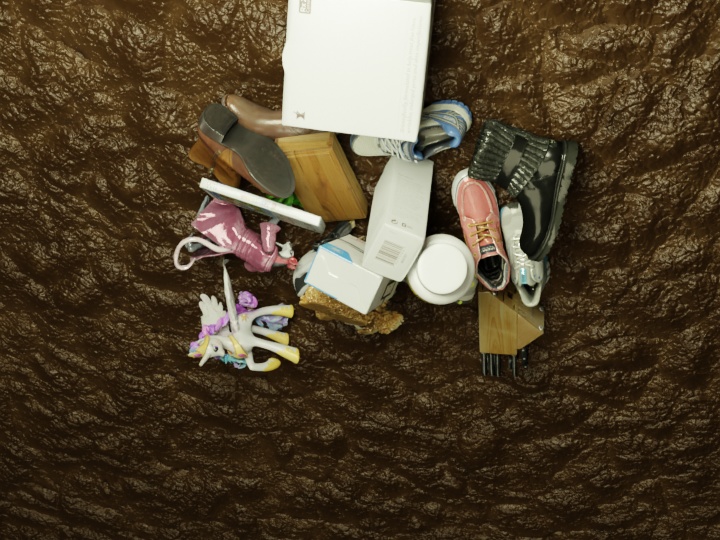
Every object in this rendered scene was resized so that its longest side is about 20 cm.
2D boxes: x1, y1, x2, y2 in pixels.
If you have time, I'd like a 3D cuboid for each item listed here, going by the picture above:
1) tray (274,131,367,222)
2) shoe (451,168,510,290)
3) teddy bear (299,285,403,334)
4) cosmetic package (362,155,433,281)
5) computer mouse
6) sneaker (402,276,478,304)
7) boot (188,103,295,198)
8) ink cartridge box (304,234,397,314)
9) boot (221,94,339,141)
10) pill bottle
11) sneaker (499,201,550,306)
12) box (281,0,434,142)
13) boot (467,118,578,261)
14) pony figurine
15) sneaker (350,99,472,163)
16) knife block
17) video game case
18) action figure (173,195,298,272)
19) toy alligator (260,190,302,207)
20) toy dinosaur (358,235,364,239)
[{"bbox_3d":[-0.062,-0.146,1.698,0.097,0.037,0.200,-4,150,16],"label":"tray"},{"bbox_3d":[0.202,-0.064,1.706,0.071,0.091,0.202,-16,127,3],"label":"shoe"},{"bbox_3d":[-0.014,0.059,1.823,0.198,0.068,0.145,21,160,-22],"label":"teddy bear"},{"bbox_3d":[0.061,-0.091,1.648,0.073,0.201,0.102,21,133,-9],"label":"cosmetic package"},{"bbox_3d":[-0.078,-0.021,1.828,0.044,0.110,0.200,38,140,1],"label":"computer mouse"},{"bbox_3d":[0.112,-0.012,1.817,0.198,0.076,0.077,20,108,-6],"label":"sneaker"},{"bbox_3d":[-0.194,-0.157,1.665,0.187,0.069,0.200,36,158,-3],"label":"boot"},{"bbox_3d":[0.000,0.000,1.713,0.115,0.200,0.068,27,105,11],"label":"ink cartridge box"},{"bbox_3d":[-0.089,-0.262,1.615,0.185,0.065,0.199,29,137,-33],"label":"boot"},{"bbox_3d":[0.127,0.000,1.681,0.108,0.111,0.200,10,179,3],"label":"pill bottle"},{"bbox_3d":[0.277,-0.023,1.747,0.074,0.087,0.201,-6,130,21],"label":"sneaker"},{"bbox_3d":[-0.001,-0.304,1.476,0.197,0.131,0.201,8,117,5],"label":"box"},{"bbox_3d":[0.239,-0.125,1.642,0.156,0.080,0.214,10,111,-4],"label":"boot"},{"bbox_3d":[-0.222,0.099,1.923,0.197,0.195,0.167,6,141,-20],"label":"pony figurine"},{"bbox_3d":[0.071,-0.208,1.617,0.198,0.086,0.077,-11,130,22],"label":"sneaker"},{"bbox_3d":[0.238,0.106,1.891,0.199,0.064,0.175,36,129,-20],"label":"knife block"},{"bbox_3d":[-0.156,-0.104,1.708,0.198,0.018,0.143,18,178,2],"label":"video game case"},{"bbox_3d":[-0.197,-0.049,1.794,0.198,0.149,0.135,26,129,7],"label":"action figure"},{"bbox_3d":[-0.162,-0.160,1.735,0.059,0.055,0.200,-28,122,32],"label":"toy alligator"},{"bbox_3d":[-0.016,0.011,1.877,0.105,0.061,0.201,-15,128,9],"label":"toy dinosaur"}]
